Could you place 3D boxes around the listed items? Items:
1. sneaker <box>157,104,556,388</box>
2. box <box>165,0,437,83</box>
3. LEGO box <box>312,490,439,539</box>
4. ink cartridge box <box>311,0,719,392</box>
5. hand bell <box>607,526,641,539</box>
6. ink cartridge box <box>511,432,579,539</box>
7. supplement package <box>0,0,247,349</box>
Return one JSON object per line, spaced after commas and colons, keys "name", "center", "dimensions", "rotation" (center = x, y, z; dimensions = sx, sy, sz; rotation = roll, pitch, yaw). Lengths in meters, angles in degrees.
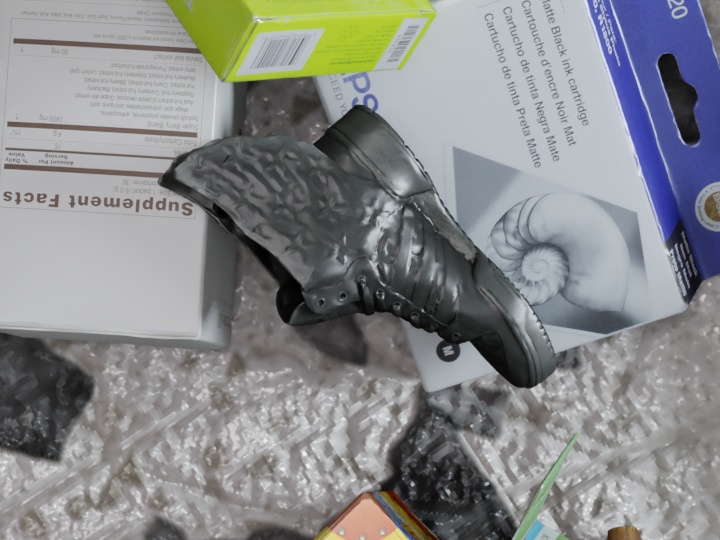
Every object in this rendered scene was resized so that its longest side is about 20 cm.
{"name": "sneaker", "center": [0.001, 0.000, 1.482], "dimensions": [0.104, 0.060, 0.200], "rotation": [-39, 99, -13]}
{"name": "box", "center": [-0.064, -0.179, 1.471], "dimensions": [0.200, 0.122, 0.048], "rotation": [55, 131, 27]}
{"name": "LEGO box", "center": [-0.036, 0.206, 1.507], "dimensions": [0.200, 0.149, 0.077], "rotation": [-45, 83, 1]}
{"name": "ink cartridge box", "center": [0.094, -0.059, 1.531], "dimensions": [0.199, 0.041, 0.200], "rotation": [-20, 106, 5]}
{"name": "hand bell", "center": [0.143, 0.229, 1.530], "dimensions": [0.103, 0.104, 0.201], "rotation": [-4, 73, 6]}
{"name": "ink cartridge box", "center": [0.079, 0.189, 1.490], "dimensions": [0.059, 0.104, 0.201], "rotation": [28, 108, 9]}
{"name": "supplement package", "center": [-0.124, -0.064, 1.548], "dimensions": [0.119, 0.121, 0.201], "rotation": [4, 87, 5]}
